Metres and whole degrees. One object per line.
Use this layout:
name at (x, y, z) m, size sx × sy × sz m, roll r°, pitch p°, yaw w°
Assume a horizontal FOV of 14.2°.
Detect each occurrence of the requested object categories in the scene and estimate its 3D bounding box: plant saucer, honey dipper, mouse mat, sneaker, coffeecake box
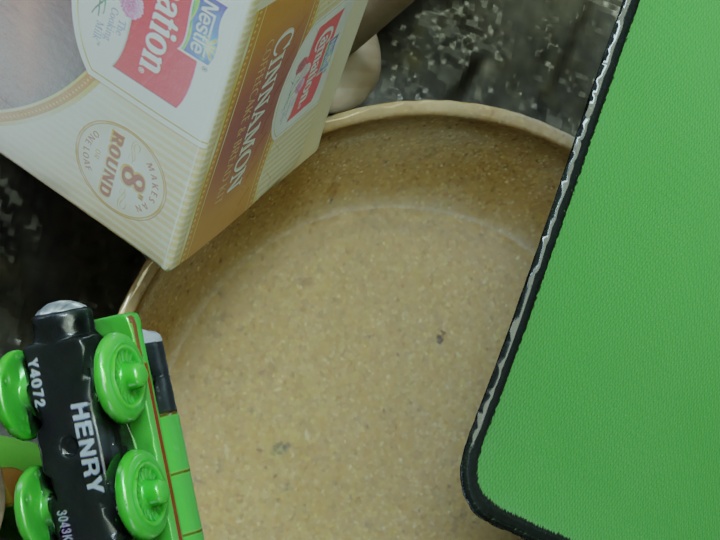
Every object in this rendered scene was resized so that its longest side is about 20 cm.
plant saucer at (0.015, 0.055, 0.791) m, size 0.199 × 0.035 × 0.202 m, roll 1°, pitch 88°, yaw -23°
honey dipper at (0.011, -0.077, 0.800) m, size 0.038 × 0.200 × 0.038 m, roll 6°, pitch 74°, yaw -22°
mouse mat at (0.104, -0.010, 0.779) m, size 0.161 × 0.008 × 0.201 m, roll 28°, pitch 78°, yaw -45°
sneaker at (0.000, 0.000, 0.848) m, size 0.084 × 0.075 × 0.201 m, roll -36°, pitch 101°, yaw -25°
coffeecake box at (-0.088, -0.121, 0.709) m, size 0.200 × 0.154 × 0.073 m, roll 34°, pitch 44°, yaw 14°

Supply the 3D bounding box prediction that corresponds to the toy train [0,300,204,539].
toy train at (-0.049, 0.105, 0.715) m, size 0.056 × 0.042 × 0.201 m, roll -8°, pitch 87°, yaw -65°

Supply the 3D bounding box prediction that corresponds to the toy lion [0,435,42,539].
toy lion at (-0.069, 0.147, 0.763) m, size 0.191 × 0.068 × 0.201 m, roll 17°, pitch 59°, yaw -42°
